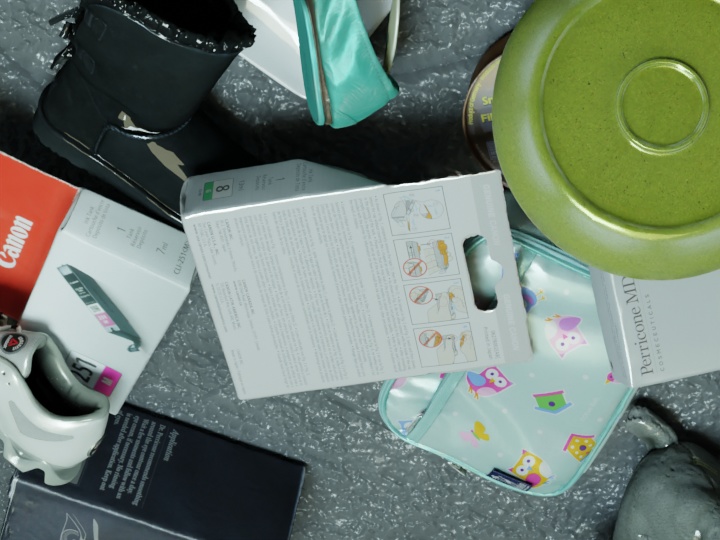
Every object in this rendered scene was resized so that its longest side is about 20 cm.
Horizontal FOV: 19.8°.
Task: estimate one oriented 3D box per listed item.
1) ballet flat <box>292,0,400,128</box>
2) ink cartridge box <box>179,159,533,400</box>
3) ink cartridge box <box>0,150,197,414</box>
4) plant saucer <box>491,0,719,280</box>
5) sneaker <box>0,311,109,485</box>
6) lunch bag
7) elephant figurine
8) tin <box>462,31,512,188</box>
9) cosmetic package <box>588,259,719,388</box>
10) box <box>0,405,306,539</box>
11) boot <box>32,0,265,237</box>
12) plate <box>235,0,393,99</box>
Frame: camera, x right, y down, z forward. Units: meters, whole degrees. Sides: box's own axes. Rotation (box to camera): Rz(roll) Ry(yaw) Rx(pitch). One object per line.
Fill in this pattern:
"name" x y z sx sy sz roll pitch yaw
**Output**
"ballet flat" -0.015 -0.181 1.223 0.070 0.067 0.201 -19 123 -8
"ink cartridge box" 0.000 0.000 1.307 0.198 0.050 0.162 -9 129 6
"ink cartridge box" -0.212 0.007 1.380 0.173 0.044 0.200 24 146 -9
"plant saucer" 0.177 -0.095 1.217 0.198 0.031 0.202 0 87 3
"sneaker" -0.252 0.055 1.383 0.199 0.074 0.089 34 132 -10
"lunch bag" 0.104 0.053 1.382 0.159 0.077 0.201 23 123 -8
"elephant figurine" 0.206 0.231 1.447 0.141 0.156 0.200 23 118 -34
"tin" 0.162 -0.110 1.290 0.198 0.042 0.113 -9 126 14
"cosmetic package" 0.243 -0.003 1.271 0.198 0.081 0.114 -15 92 -3
"box" -0.165 0.217 1.510 0.199 0.118 0.198 19 125 -3
"boot" -0.108 -0.107 1.289 0.197 0.074 0.163 29 139 -6
"plate" -0.052 -0.228 1.245 0.199 0.032 0.200 33 122 -13
